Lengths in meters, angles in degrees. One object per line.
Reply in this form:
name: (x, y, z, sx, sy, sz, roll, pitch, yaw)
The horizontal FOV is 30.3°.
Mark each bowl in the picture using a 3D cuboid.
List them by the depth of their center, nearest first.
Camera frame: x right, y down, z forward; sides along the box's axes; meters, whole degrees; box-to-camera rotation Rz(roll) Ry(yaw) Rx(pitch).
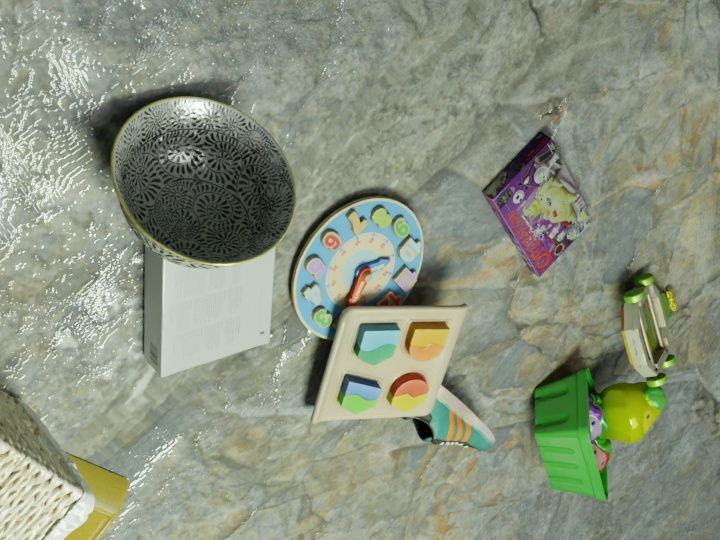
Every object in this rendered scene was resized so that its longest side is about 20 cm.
bowl: (-0.176, -0.075, 1.405, 0.200, 0.202, 0.094, -18, 162, -32)

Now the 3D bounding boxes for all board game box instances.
board game box: (0.252, -0.089, 1.861, 0.120, 0.032, 0.200, -43, 138, -3)

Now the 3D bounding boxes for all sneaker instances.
sneaker: (0.121, 0.221, 1.938, 0.080, 0.071, 0.200, -48, 131, -2)

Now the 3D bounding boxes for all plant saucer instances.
plant saucer: (-0.384, 0.311, 1.566, 0.200, 0.048, 0.200, -52, 139, 1)

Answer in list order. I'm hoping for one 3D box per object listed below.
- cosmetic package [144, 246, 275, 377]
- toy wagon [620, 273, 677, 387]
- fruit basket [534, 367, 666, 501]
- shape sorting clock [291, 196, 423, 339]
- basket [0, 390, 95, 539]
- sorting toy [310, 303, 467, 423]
cosmetic package: (-0.174, 0.011, 1.535, 0.150, 0.052, 0.201, -15, 127, -31)
toy wagon: (0.462, 0.085, 2.114, 0.200, 0.039, 0.156, -42, 118, -58)
fruit basket: (0.386, 0.251, 2.103, 0.214, 0.156, 0.216, 4, 140, 4)
shape sorting clock: (0.000, 0.000, 1.691, 0.199, 0.039, 0.201, -23, 132, -29)
basket: (-0.417, 0.220, 1.360, 0.200, 0.198, 0.161, -45, 136, -6)
sorting toy: (0.041, 0.127, 1.762, 0.199, 0.037, 0.186, -3, 125, -30)
